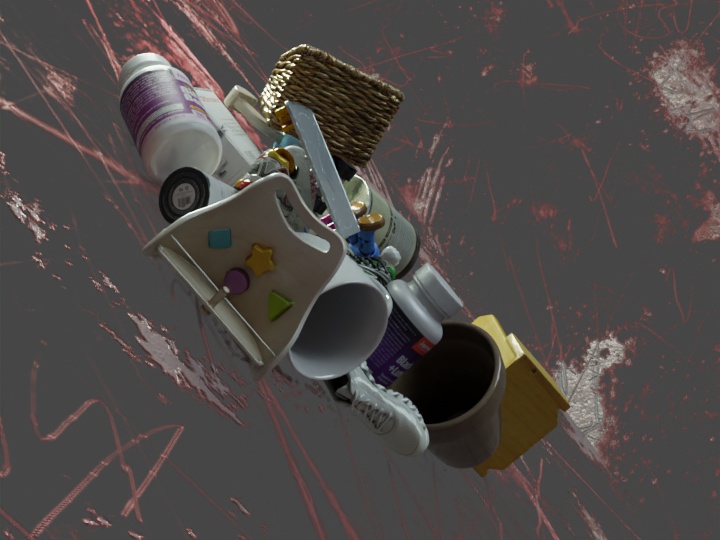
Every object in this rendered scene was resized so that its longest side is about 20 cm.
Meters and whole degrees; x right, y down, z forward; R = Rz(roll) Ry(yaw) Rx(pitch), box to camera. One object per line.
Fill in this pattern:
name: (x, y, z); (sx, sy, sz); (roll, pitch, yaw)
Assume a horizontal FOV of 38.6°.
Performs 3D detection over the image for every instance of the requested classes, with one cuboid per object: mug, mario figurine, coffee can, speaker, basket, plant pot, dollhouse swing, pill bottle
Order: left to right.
pill bottle: (-0.273, -0.215, 1.439); (0.112, 0.112, 0.201); (37, 17, -50)
speaker: (-0.187, -0.075, 1.399); (0.082, 0.081, 0.200); (53, 11, 22)
mug: (-0.047, 0.033, 1.364); (0.197, 0.150, 0.175); (1, 30, -35)
basket: (-0.048, -0.288, 1.681); (0.198, 0.150, 0.143); (21, 25, -23)
coffee can: (0.011, -0.080, 2.071); (0.200, 0.146, 0.147); (38, 15, -47)
mario figurine: (0.017, -0.027, 1.848); (0.124, 0.104, 0.203); (-94, -177, -54)
pill bottle: (0.048, 0.086, 1.484); (0.112, 0.200, 0.112); (47, 8, -9)
plant pot: (0.141, 0.208, 1.579); (0.201, 0.198, 0.176); (60, -2, 47)
dollhouse swing: (0.230, 0.213, 1.818); (0.182, 0.200, 0.176); (47, 10, -12)

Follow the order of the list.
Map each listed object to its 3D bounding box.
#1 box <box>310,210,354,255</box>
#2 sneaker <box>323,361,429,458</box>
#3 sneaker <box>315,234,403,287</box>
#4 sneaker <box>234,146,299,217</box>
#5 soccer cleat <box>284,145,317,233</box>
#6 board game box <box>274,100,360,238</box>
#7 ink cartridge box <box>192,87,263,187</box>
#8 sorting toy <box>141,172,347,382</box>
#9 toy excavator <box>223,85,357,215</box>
box: (-0.099, -0.084, 1.807); (0.095, 0.078, 0.201); (37, 16, -49)
sneaker: (0.008, 0.178, 1.386); (0.200, 0.075, 0.081); (44, 17, 13)
sneaker: (0.000, 0.000, 1.558); (0.200, 0.085, 0.078); (41, 14, -38)
sneaker: (-0.115, -0.126, 1.446); (0.077, 0.083, 0.200); (37, 4, -1)
soccer cleat: (-0.103, -0.087, 1.580); (0.087, 0.069, 0.203); (-87, -179, -60)
board game box: (-0.060, -0.142, 1.498); (0.200, 0.026, 0.203); (-36, 104, -82)
ink cartridge box: (-0.219, -0.187, 1.647); (0.201, 0.083, 0.147); (50, 10, -2)
sorting toy: (-0.116, -0.012, 1.200); (0.201, 0.180, 0.107); (49, 10, -5)
toy excavator: (-0.124, -0.215, 1.723); (0.199, 0.100, 0.195); (32, 18, -40)
